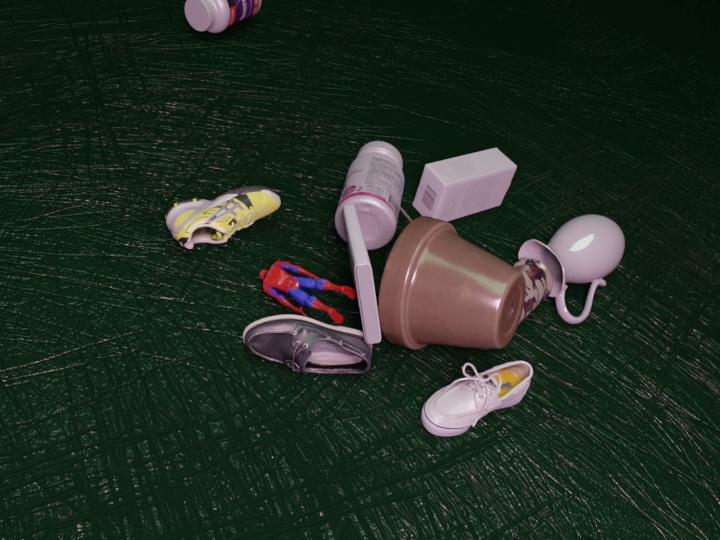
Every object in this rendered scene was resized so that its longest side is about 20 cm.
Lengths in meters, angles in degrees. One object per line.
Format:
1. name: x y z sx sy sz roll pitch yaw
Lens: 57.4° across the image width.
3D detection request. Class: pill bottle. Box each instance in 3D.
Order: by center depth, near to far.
1. pill bottle: 0.022 -0.144 1.216 0.111 0.115 0.202 15 43 -2
2. pill bottle: -0.335 -0.653 1.603 0.111 0.114 0.201 28 45 12

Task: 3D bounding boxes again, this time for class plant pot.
1. plant pot: 0.145 0.037 0.976 0.172 0.204 0.200 17 39 31

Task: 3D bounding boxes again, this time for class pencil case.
1. pencil case: 0.251 0.049 1.124 0.199 0.078 0.090 -32 84 -38

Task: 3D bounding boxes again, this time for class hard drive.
1. hard drive: 0.000 0.000 1.016 0.026 0.135 0.201 -9 30 -1

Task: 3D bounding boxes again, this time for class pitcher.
1. pitcher: 0.409 -0.006 1.219 0.197 0.121 0.175 -21 85 -31

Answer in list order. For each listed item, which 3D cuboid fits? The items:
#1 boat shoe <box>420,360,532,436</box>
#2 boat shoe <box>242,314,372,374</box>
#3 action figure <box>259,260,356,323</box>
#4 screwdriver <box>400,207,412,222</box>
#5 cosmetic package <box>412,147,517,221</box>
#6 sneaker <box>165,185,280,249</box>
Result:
1. boat shoe: 0.180 0.177 0.969 0.198 0.087 0.075 -12 50 -28
2. boat shoe: -0.073 0.119 0.954 0.195 0.076 0.067 13 30 -19
3. action figure: -0.093 0.029 1.013 0.198 0.052 0.066 19 78 40
4. screwdriver: 0.123 -0.062 1.232 0.029 0.028 0.201 15 32 -50
5. cosmetic package: 0.208 -0.169 1.311 0.197 0.103 0.072 -17 52 -32
6. sneaker: -0.225 -0.084 1.116 0.196 0.076 0.077 -18 60 -19
